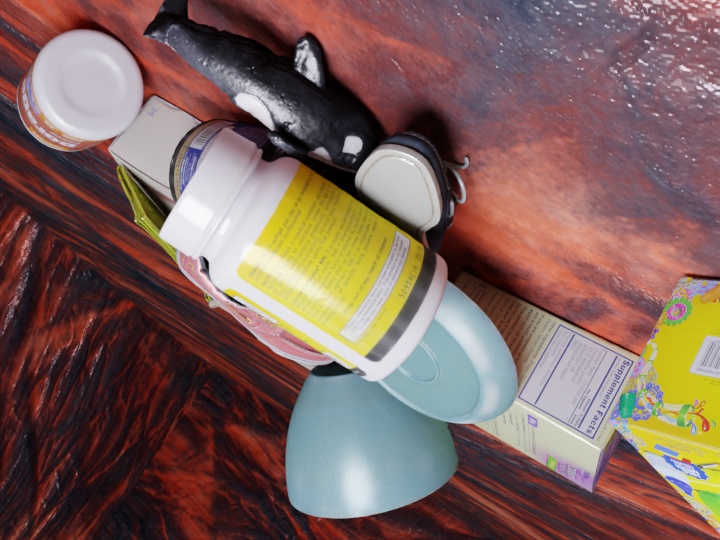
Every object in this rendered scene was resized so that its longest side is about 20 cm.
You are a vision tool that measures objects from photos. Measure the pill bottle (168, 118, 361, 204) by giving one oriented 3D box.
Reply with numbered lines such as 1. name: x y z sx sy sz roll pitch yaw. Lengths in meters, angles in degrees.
1. pill bottle: -0.085 -0.077 0.738 0.199 0.112 0.112 19 158 43

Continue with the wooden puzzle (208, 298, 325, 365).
1. wooden puzzle: -0.062 0.045 0.994 0.199 0.184 0.038 22 115 28

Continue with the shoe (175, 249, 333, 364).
1. shoe: -0.084 0.031 0.740 0.200 0.072 0.091 38 171 -20

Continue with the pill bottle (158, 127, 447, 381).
1. pill bottle: -0.043 -0.013 0.594 0.199 0.115 0.114 33 164 -12

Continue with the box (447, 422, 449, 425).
1. box: 0.040 0.199 1.104 0.047 0.201 0.192 37 166 -35

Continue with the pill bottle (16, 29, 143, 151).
1. pill bottle: -0.321 -0.193 0.875 0.112 0.113 0.199 42 162 -24

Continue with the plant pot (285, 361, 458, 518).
1. plant pot: 0.001 0.170 0.885 0.199 0.198 0.136 3 107 61

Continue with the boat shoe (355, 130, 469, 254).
1. boat shoe: 0.046 -0.060 0.620 0.074 0.062 0.200 26 164 19

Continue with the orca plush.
1. orca plush: -0.059 -0.157 0.599 0.200 0.071 0.105 40 -152 -2

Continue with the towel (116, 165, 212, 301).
1. towel: -0.228 -0.038 0.926 0.086 0.018 0.200 55 176 31

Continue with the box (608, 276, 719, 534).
1. box: 0.307 0.114 0.490 0.192 0.123 0.199 42 162 -26

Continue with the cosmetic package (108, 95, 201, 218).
1. cosmetic package: -0.212 -0.105 0.950 0.103 0.088 0.200 32 163 16

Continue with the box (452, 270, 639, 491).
1. box: 0.172 0.116 0.801 0.199 0.097 0.176 28 162 25

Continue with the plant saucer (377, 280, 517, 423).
1. plant saucer: 0.052 0.073 0.728 0.199 0.027 0.201 29 144 24

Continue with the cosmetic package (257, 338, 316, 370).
1. cosmetic package: -0.042 0.089 1.101 0.199 0.105 0.073 26 -165 28
